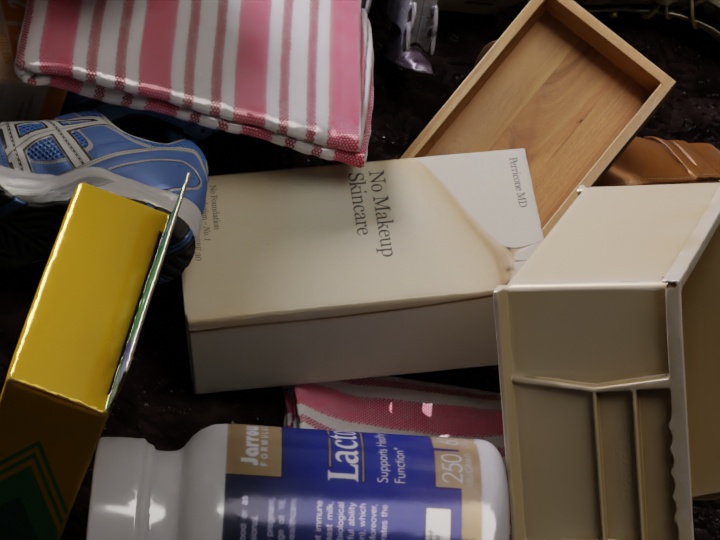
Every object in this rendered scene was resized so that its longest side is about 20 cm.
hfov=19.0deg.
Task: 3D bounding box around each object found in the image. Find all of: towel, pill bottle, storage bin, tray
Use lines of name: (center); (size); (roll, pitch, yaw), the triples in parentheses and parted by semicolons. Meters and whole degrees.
towel: (0.032, 0.138, 1.162); (0.145, 0.030, 0.201); (9, 51, -19)
pill bottle: (-0.032, 0.134, 1.044); (0.198, 0.116, 0.116); (4, 51, -5)
towel: (-0.090, -0.126, 1.199); (0.198, 0.030, 0.147); (14, 37, -10)
storage bin: (0.143, 0.071, 1.113); (0.093, 0.200, 0.200); (0, 17, 18)
tray: (0.086, -0.063, 1.275); (0.098, 0.037, 0.200); (39, 81, 7)

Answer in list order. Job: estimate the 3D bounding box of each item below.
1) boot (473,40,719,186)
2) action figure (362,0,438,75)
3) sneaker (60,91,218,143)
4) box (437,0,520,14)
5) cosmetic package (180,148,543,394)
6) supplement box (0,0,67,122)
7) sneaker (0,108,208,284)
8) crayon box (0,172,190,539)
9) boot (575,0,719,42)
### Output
boot: (0.167, -0.067, 1.363); (0.154, 0.074, 0.201); (-17, 73, -34)
action figure: (0.035, -0.231, 1.339); (0.129, 0.202, 0.069); (12, 14, -7)
sneaker: (-0.095, -0.107, 1.283); (0.199, 0.066, 0.079); (-6, 83, -36)
box: (0.072, -0.278, 1.426); (0.068, 0.082, 0.202); (-2, 74, -40)
cosmetic package: (0.000, 0.000, 1.185); (0.198, 0.073, 0.104); (-7, 53, -5)
supplement box: (-0.274, -0.132, 1.200); (0.198, 0.074, 0.127); (-1, 53, -25)
sneaker: (-0.175, -0.047, 1.161); (0.198, 0.076, 0.077); (13, 47, 10)
crayon box: (-0.142, 0.051, 1.032); (0.051, 0.201, 0.126); (20, 48, -7)
boot: (0.223, -0.187, 1.481); (0.153, 0.072, 0.201); (-4, 51, -28)
